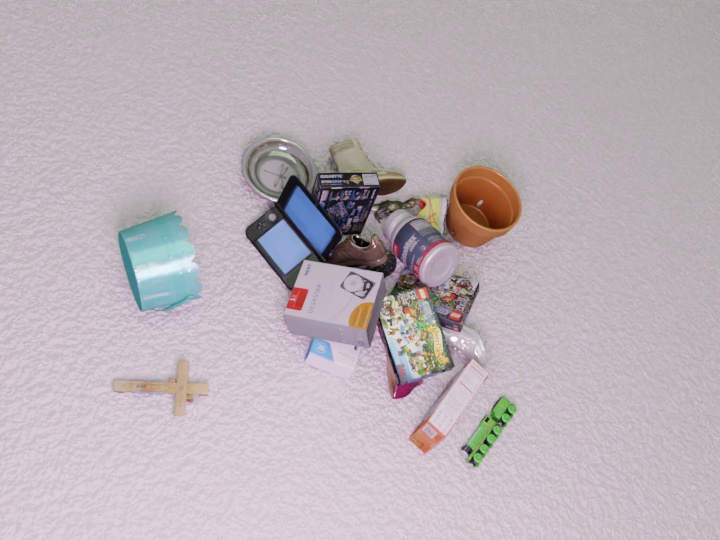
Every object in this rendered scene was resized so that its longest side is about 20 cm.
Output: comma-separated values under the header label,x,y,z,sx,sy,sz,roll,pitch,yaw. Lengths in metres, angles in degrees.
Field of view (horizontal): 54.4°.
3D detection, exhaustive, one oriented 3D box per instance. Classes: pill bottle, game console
label,x,y,z,sx,sy,sz,roll,pitch,yaw
pill bottle,0.144,-0.063,1.745,0.117,0.122,0.200,-19,43,-26
game console,-0.163,-0.089,1.680,0.170,0.119,0.201,-39,78,-13

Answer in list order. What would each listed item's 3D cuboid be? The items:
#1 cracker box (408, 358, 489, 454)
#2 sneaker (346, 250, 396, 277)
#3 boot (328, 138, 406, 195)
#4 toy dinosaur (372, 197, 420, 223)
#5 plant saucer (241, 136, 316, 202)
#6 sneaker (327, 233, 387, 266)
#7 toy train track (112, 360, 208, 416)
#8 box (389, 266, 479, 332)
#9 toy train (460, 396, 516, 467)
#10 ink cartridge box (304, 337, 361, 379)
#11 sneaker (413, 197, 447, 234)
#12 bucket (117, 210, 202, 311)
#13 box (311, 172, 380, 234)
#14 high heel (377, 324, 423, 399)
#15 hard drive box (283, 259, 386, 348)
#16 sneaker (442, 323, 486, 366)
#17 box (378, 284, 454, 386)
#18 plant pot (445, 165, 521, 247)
label,x,y,z,sx,sy,sz,roll,pitch,yaw
cracker box,0.202,0.309,1.599,0.057,0.135,0.200,39,57,7
sneaker,0.000,0.000,1.754,0.196,0.073,0.083,-21,37,-27
boot,0.020,-0.282,1.902,0.195,0.073,0.158,-6,59,-27
toy dinosaur,0.067,-0.158,1.860,0.194,0.048,0.090,0,48,-11
plant saucer,-0.213,-0.251,1.816,0.194,0.050,0.205,9,60,-15
sneaker,-0.019,-0.056,1.697,0.070,0.196,0.077,-40,121,-44
toy train track,-0.421,0.251,1.486,0.194,0.033,0.118,4,68,-10
box,0.180,0.062,1.734,0.195,0.038,0.138,16,54,23
toy train,0.302,0.379,1.653,0.056,0.042,0.200,37,57,16
ink cartridge box,-0.047,0.137,1.649,0.113,0.067,0.204,21,58,-5
sneaker,0.178,-0.114,1.866,0.088,0.079,0.204,12,53,-2
bucket,-0.438,-0.015,1.526,0.132,0.208,0.211,-16,68,-23
box,-0.050,-0.161,1.732,0.155,0.201,0.047,-4,59,-19
high heel,0.068,0.200,1.655,0.095,0.067,0.204,-20,83,-38
hard drive box,-0.055,0.075,1.584,0.194,0.078,0.159,8,56,15
sneaker,0.229,0.168,1.731,0.098,0.079,0.201,-28,65,-22
box,0.121,0.149,1.626,0.133,0.038,0.205,-15,72,-11
plant pot,0.315,-0.158,1.890,0.194,0.141,0.205,8,60,-15
